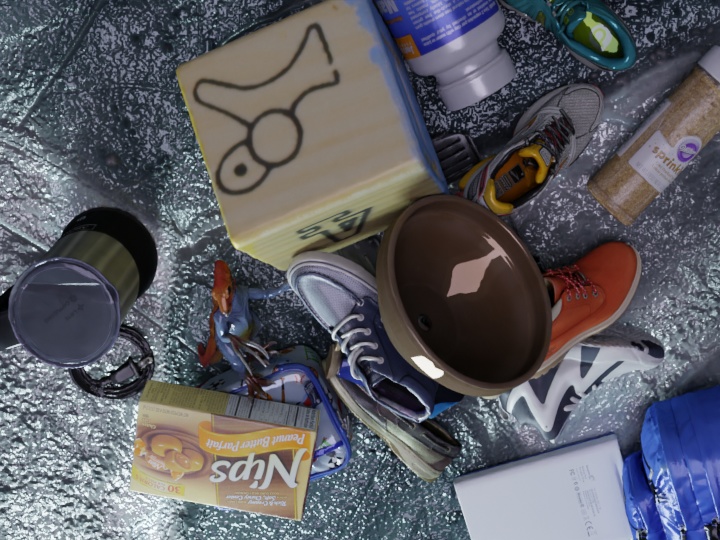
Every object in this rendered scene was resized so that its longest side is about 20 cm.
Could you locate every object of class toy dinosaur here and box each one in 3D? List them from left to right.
[{"bbox_3d":[-0.143,0.059,1.276,0.197,0.106,0.182,-5,136,26],"label":"toy dinosaur"}]

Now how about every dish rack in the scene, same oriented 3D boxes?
[{"bbox_3d":[0.099,-0.042,1.322,0.152,0.055,0.202,-28,104,10],"label":"dish rack"}]

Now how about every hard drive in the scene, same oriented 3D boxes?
[{"bbox_3d":[0.224,0.282,1.436,0.197,0.025,0.134,-17,107,7],"label":"hard drive"}]

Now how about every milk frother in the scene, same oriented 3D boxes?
[{"bbox_3d":[-0.289,0.063,1.303,0.180,0.188,0.201,-37,103,14],"label":"milk frother"}]

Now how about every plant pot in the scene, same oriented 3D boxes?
[{"bbox_3d":[0.085,0.036,1.183,0.200,0.202,0.093,41,138,-11],"label":"plant pot"}]

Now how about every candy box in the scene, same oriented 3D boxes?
[{"bbox_3d":[-0.150,0.199,1.334,0.197,0.055,0.117,10,113,-2],"label":"candy box"}]

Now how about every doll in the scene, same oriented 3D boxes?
[{"bbox_3d":[0.066,0.103,1.311,0.197,0.049,0.138,14,123,-8],"label":"doll"}]

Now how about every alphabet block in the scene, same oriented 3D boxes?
[{"bbox_3d":[-0.040,-0.132,1.196,0.197,0.196,0.198,-21,77,9],"label":"alphabet block"}]

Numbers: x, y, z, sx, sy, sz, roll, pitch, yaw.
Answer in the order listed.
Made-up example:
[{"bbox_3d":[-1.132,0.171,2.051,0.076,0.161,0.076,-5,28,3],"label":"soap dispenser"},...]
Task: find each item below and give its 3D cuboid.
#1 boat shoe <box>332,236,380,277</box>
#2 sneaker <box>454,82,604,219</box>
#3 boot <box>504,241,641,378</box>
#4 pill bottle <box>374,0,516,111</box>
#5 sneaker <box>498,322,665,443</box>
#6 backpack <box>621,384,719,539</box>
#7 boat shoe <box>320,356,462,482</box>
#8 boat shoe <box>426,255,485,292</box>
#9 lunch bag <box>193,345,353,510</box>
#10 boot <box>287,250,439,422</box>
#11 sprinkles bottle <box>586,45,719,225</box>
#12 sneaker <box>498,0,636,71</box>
[{"bbox_3d":[0.000,0.000,1.337,0.068,0.072,0.202,-30,99,-10],"label":"boat shoe"},{"bbox_3d":[0.189,-0.119,1.257,0.078,0.082,0.200,46,77,-11],"label":"sneaker"},{"bbox_3d":[0.227,0.025,1.283,0.199,0.075,0.108,-41,149,-16],"label":"boot"},{"bbox_3d":[0.078,-0.269,1.219,0.111,0.112,0.202,-26,105,10],"label":"pill bottle"},{"bbox_3d":[0.242,0.132,1.359,0.196,0.080,0.132,-3,109,4],"label":"sneaker"},{"bbox_3d":[0.377,0.243,1.345,0.165,0.163,0.203,-13,109,7],"label":"backpack"},{"bbox_3d":[0.038,0.157,1.384,0.066,0.072,0.201,-41,107,8],"label":"boat shoe"},{"bbox_3d":[0.070,0.001,1.280,0.198,0.070,0.073,-10,99,1],"label":"boat shoe"},{"bbox_3d":[-0.107,0.187,1.396,0.197,0.076,0.162,-21,108,10],"label":"lunch bag"},{"bbox_3d":[0.005,0.066,1.210,0.199,0.091,0.073,35,126,-15],"label":"boot"},{"bbox_3d":[0.329,-0.141,1.273,0.068,0.068,0.200,39,106,-10],"label":"sprinkles bottle"},{"bbox_3d":[0.206,-0.274,1.229,0.199,0.080,0.078,34,107,-7],"label":"sneaker"}]
